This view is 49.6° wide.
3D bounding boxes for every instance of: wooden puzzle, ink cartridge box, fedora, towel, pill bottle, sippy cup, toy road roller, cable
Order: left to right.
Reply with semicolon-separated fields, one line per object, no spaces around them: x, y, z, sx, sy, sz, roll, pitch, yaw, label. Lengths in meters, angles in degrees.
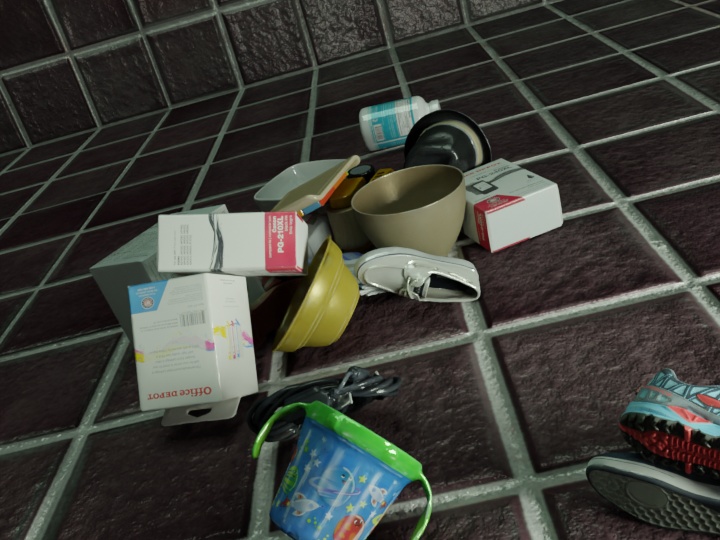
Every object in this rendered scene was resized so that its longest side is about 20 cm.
-0.235;0.113;1.111;0.128;0.201;0.125;-8;-5;17;ink cartridge box
-0.183;-0.035;1.144;0.199;0.085;0.145;-1;-5;2;ink cartridge box
-0.117;-0.062;1.502;0.144;0.085;0.200;-5;30;23;ink cartridge box
-0.103;-0.135;1.460;0.184;0.037;0.200;-23;16;36;wooden puzzle
-0.047;0.164;0.970;0.200;0.051;0.163;-31;-18;31;cable
-0.024;0.226;0.817;0.177;0.140;0.131;20;73;44;sippy cup
0.000;0.000;1.335;0.146;0.024;0.200;-11;19;-36;towel
0.035;-0.124;1.490;0.145;0.123;0.200;-4;29;25;toy road roller
0.104;-0.371;1.950;0.199;0.111;0.111;-10;27;12;pill bottle
0.152;-0.211;1.515;0.200;0.202;0.092;5;30;37;fedora
0.246;-0.122;1.407;0.145;0.084;0.200;-22;27;-12;ink cartridge box

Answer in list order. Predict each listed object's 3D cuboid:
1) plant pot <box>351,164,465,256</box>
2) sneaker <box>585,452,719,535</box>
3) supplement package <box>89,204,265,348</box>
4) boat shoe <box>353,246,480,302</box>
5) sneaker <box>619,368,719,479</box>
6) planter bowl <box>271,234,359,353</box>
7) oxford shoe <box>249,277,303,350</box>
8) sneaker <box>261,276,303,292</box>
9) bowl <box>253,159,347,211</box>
0.096;-0.083;1.361;0.199;0.135;0.201;-14;25;7;plant pot
0.334;0.178;0.760;0.201;0.077;0.146;8;46;24;sneaker
-0.298;0.023;1.304;0.147;0.192;0.200;-6;27;38;supplement package
0.090;0.016;1.206;0.199;0.072;0.066;10;34;-13;boat shoe
0.340;0.138;0.686;0.199;0.080;0.096;19;51;30;sneaker
-0.057;0.053;1.196;0.083;0.201;0.201;26;27;-9;planter bowl
-0.162;0.069;1.292;0.075;0.071;0.200;-5;21;44;oxford shoe
-0.137;-0.024;1.319;0.073;0.087;0.200;-21;-11;-17;sneaker
-0.115;-0.173;1.731;0.199;0.075;0.200;1;31;31;bowl
